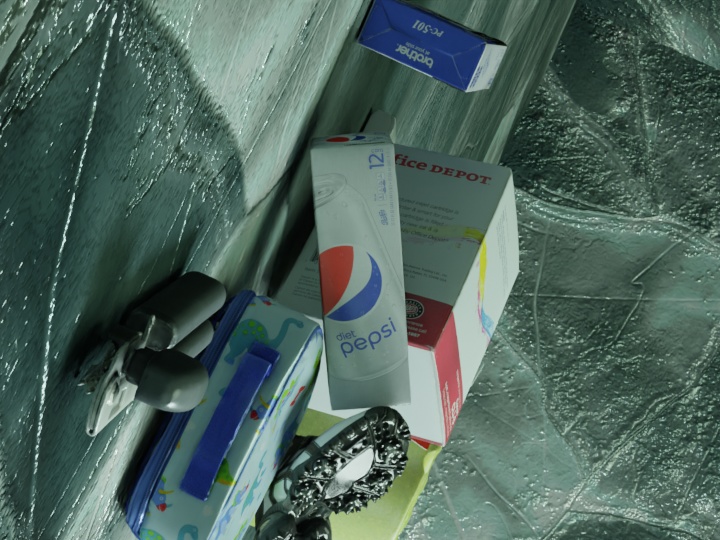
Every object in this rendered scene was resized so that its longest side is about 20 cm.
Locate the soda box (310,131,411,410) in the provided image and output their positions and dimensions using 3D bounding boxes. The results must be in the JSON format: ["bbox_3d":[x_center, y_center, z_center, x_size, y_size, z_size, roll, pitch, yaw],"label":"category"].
[{"bbox_3d":[0.000,0.000,1.316,0.068,0.063,0.201,-100,-174,-78],"label":"soda box"}]

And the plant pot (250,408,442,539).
[{"bbox_3d":[-0.032,0.176,1.607,0.200,0.183,0.201,24,90,-84],"label":"plant pot"}]

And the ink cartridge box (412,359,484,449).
[{"bbox_3d":[0.026,0.078,1.617,0.047,0.160,0.200,-54,177,15],"label":"ink cartridge box"}]

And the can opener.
[{"bbox_3d":[-0.111,0.049,1.002,0.200,0.066,0.053,-62,174,-75],"label":"can opener"}]

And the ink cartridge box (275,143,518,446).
[{"bbox_3d":[0.037,0.014,1.483,0.145,0.145,0.201,79,31,-51],"label":"ink cartridge box"}]

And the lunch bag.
[{"bbox_3d":[-0.097,0.118,1.283,0.161,0.082,0.201,89,26,-79],"label":"lunch bag"}]

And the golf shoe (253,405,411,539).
[{"bbox_3d":[-0.031,0.151,1.352,0.200,0.077,0.095,-50,-148,37],"label":"golf shoe"}]

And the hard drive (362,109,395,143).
[{"bbox_3d":[-0.004,-0.062,1.653,0.200,0.027,0.132,90,26,-78],"label":"hard drive"}]

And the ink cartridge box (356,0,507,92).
[{"bbox_3d":[0.062,-0.182,1.412,0.044,0.094,0.200,-66,174,10],"label":"ink cartridge box"}]
